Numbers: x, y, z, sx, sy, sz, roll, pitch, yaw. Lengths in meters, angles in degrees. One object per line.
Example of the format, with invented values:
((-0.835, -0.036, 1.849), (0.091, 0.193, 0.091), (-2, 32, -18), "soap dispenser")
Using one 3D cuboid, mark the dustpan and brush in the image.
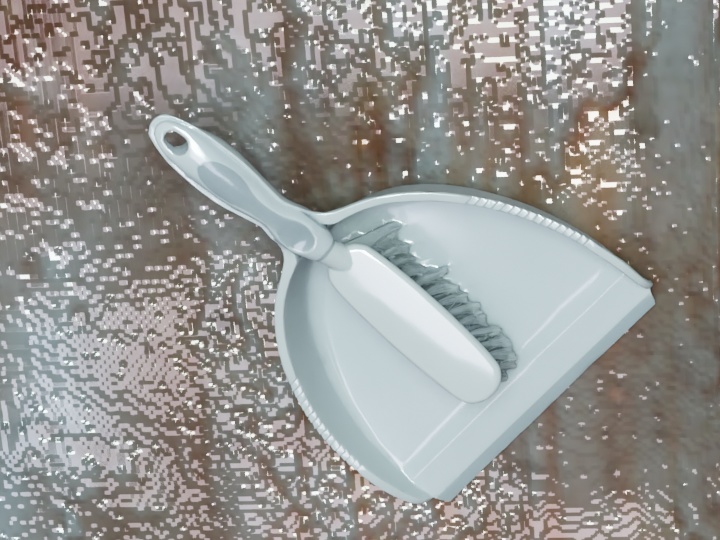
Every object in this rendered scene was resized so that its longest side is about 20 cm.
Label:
((0.000, 0.000, 0.853), (0.200, 0.057, 0.140), (41, 110, -9), "dustpan and brush")
